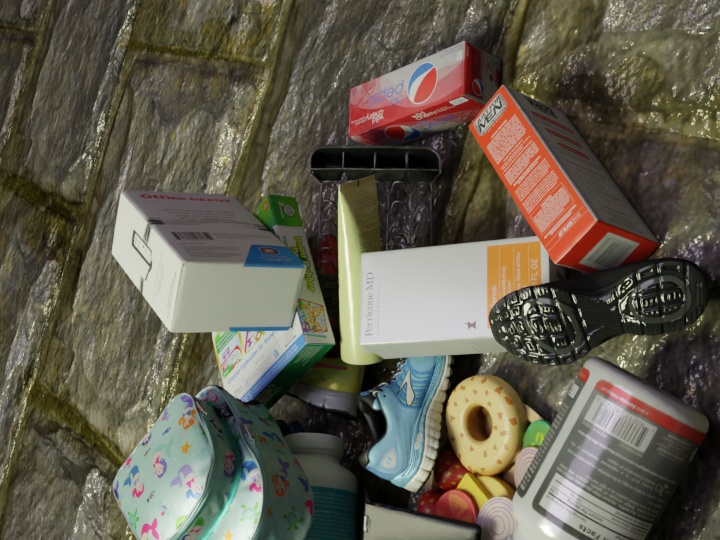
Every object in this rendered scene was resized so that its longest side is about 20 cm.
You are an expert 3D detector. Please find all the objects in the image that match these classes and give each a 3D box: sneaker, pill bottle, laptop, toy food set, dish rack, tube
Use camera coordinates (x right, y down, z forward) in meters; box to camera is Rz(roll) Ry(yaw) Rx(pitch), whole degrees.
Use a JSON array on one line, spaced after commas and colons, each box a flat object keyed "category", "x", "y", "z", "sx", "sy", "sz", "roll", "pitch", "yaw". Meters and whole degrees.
[{"category": "sneaker", "x": -0.060, "y": 0.119, "z": 1.279, "sx": 0.200, "sy": 0.078, "sz": 0.091, "roll": 14, "pitch": 82, "yaw": 46}, {"category": "pill bottle", "x": 0.200, "y": 0.186, "z": 0.880, "sx": 0.116, "sy": 0.116, "sz": 0.201, "roll": 33, "pitch": 96, "yaw": 50}, {"category": "laptop", "x": 0.051, "y": 0.328, "z": 1.070, "sx": 0.199, "sy": 0.116, "sz": 0.188, "roll": 4, "pitch": 92, "yaw": 31}, {"category": "pill bottle", "x": -0.058, "y": 0.285, "z": 1.137, "sx": 0.111, "sy": 0.110, "sz": 0.201, "roll": -20, "pitch": 58, "yaw": 46}, {"category": "sneaker", "x": 0.214, "y": 0.034, "z": 0.927, "sx": 0.199, "sy": 0.091, "sz": 0.076, "roll": -11, "pitch": 97, "yaw": 25}, {"category": "toy food set", "x": 0.130, "y": 0.221, "z": 1.027, "sx": 0.198, "sy": 0.049, "sz": 0.201, "roll": 48, "pitch": 115, "yaw": 46}, {"category": "dish rack", "x": 0.016, "y": -0.041, "z": 1.178, "sx": 0.055, "sy": 0.153, "sz": 0.201, "roll": 79, "pitch": -168, "yaw": -74}, {"category": "sneaker", "x": 0.044, "y": 0.127, "z": 1.090, "sx": 0.078, "sy": 0.090, "sz": 0.201, "roll": 113, "pitch": 170, "yaw": -56}, {"category": "tube", "x": 0.000, "y": 0.000, "z": 1.118, "sx": 0.058, "sy": 0.052, "sz": 0.201, "roll": -131, "pitch": 38, "yaw": -72}]

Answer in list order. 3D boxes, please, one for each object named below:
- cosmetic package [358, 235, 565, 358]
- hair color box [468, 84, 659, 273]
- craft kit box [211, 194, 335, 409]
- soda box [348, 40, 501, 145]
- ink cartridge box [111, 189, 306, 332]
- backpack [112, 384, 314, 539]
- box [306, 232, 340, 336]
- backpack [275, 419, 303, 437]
[{"category": "cosmetic package", "x": 0.103, "y": 0.029, "z": 1.041, "sx": 0.199, "sy": 0.071, "sz": 0.102, "roll": -6, "pitch": 73, "yaw": 23}, {"category": "hair color box", "x": 0.194, "y": -0.086, "z": 1.003, "sx": 0.061, "sy": 0.101, "sz": 0.200, "roll": -50, "pitch": 44, "yaw": 28}, {"category": "craft kit box", "x": -0.116, "y": 0.048, "z": 1.216, "sx": 0.200, "sy": 0.048, "sz": 0.198, "roll": -46, "pitch": 54, "yaw": 44}, {"category": "soda box", "x": 0.072, "y": -0.202, "z": 1.218, "sx": 0.200, "sy": 0.063, "sz": 0.070, "roll": -13, "pitch": 69, "yaw": 48}, {"category": "ink cartridge box", "x": -0.173, "y": -0.013, "z": 1.140, "sx": 0.200, "sy": 0.145, "sz": 0.085, "roll": 41, "pitch": 123, "yaw": 51}, {"category": "backpack", "x": -0.149, "y": 0.234, "z": 1.068, "sx": 0.178, "sy": 0.150, "sz": 0.200, "roll": -51, "pitch": 50, "yaw": 11}, {"category": "box", "x": -0.073, "y": 0.032, "z": 1.293, "sx": 0.200, "sy": 0.095, "sz": 0.100, "roll": -20, "pitch": 66, "yaw": 46}, {"category": "backpack", "x": -0.136, "y": 0.297, "z": 1.258, "sx": 0.182, "sy": 0.134, "sz": 0.201, "roll": -31, "pitch": 69, "yaw": 43}]
